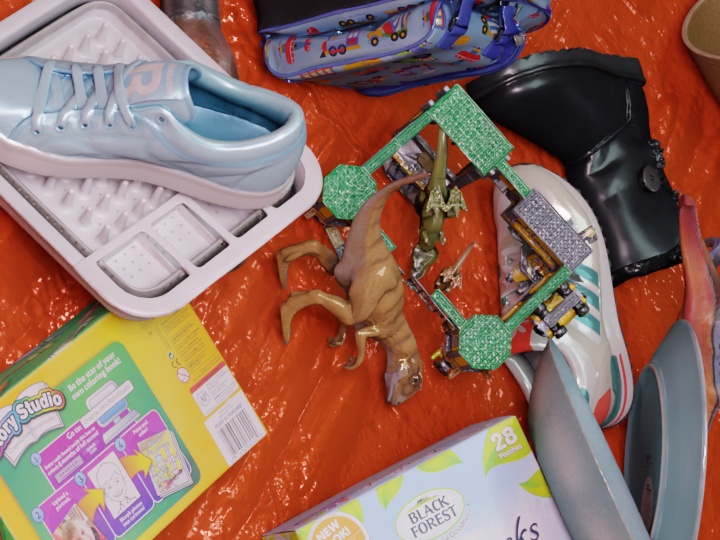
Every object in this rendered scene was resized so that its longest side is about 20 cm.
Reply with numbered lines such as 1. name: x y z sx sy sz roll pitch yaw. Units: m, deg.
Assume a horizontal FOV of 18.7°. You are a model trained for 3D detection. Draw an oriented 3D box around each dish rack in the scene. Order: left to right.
1. dish rack: -0.140 -0.067 1.259 0.200 0.044 0.172 44 54 9

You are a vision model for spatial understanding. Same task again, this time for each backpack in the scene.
1. backpack: 0.043 -0.190 1.463 0.200 0.182 0.135 5 80 -57

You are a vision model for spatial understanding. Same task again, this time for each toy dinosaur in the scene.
1. toy dinosaur: 0.000 0.000 1.379 0.060 0.106 0.200 -92 174 -46
2. toy dinosaur: 0.240 0.062 1.598 0.200 0.105 0.182 30 80 -33

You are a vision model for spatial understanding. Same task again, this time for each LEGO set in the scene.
1. LEGO set: 0.056 -0.024 1.471 0.200 0.116 0.154 40 77 -6

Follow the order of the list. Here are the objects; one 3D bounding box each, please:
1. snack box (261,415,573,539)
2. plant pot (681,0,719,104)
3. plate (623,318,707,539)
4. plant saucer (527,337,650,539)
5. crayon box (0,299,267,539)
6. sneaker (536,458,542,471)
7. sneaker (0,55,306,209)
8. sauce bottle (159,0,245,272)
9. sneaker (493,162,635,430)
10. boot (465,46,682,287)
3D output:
1. snack box: 0.058 0.214 1.346 0.169 0.068 0.200 -26 90 -25
2. plant pot: 0.385 -0.140 1.805 0.186 0.186 0.200 -52 127 -43
3. plate: 0.207 0.132 1.520 0.026 0.200 0.200 5 66 -4
4. plant saucer: 0.146 0.141 1.390 0.201 0.039 0.201 -25 90 -84
5. crayon box: -0.152 0.097 1.225 0.200 0.058 0.119 -41 105 -46
6. sneaker: 0.122 0.227 1.448 0.099 0.071 0.200 -12 88 -52
7. sneaker: -0.124 -0.094 1.204 0.200 0.082 0.074 9 55 -15
8. sauce bottle: -0.102 -0.097 1.348 0.066 0.066 0.200 16 66 -42
9. sneaker: 0.129 0.022 1.536 0.093 0.070 0.200 -14 87 -54
10. boot: 0.171 -0.073 1.612 0.200 0.076 0.168 -4 74 -53
